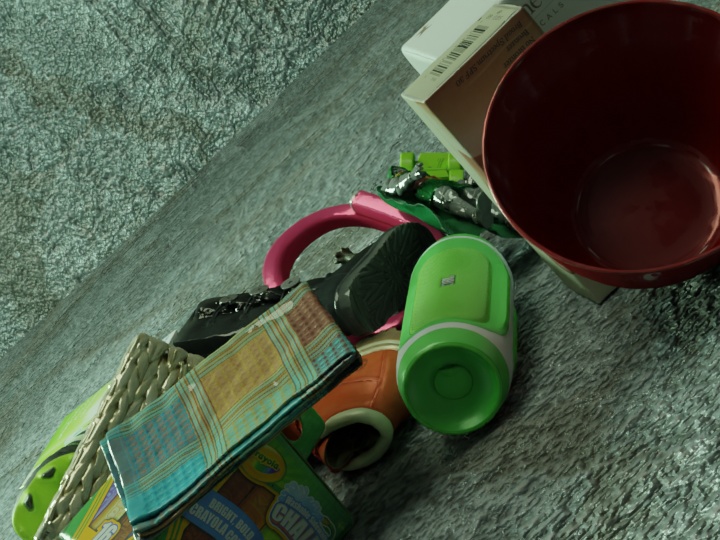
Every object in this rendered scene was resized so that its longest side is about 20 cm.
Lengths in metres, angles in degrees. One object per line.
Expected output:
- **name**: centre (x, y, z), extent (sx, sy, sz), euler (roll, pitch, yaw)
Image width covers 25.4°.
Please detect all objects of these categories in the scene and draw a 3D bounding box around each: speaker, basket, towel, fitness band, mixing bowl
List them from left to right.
- **basket**: centre (-0.178, 0.169, 1.329), extent (0.202, 0.122, 0.136), euler (-65, 6, -25)
- **towel**: centre (-0.097, 0.095, 1.140), extent (0.199, 0.022, 0.147), euler (-39, 28, -1)
- **fitness band**: centre (0.000, 0.000, 1.446), extent (0.199, 0.038, 0.144), euler (23, 63, 39)
- **speaker**: centre (0.074, 0.043, 1.201), extent (0.088, 0.089, 0.200), euler (-38, 15, 19)
- **mixing bowl**: centre (0.186, -0.064, 1.054), extent (0.200, 0.200, 0.109), euler (-46, -29, -10)

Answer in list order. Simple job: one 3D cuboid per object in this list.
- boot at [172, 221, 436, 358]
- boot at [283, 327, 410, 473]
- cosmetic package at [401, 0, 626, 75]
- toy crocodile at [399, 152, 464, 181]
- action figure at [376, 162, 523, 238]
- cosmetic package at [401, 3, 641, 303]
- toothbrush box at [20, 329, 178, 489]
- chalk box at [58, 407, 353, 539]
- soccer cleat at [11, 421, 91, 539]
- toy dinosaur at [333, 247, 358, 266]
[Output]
- **boot**: centre (-0.045, 0.026, 1.379), extent (0.198, 0.066, 0.164), euler (-18, 8, 36)
- **boot**: centre (-0.029, 0.123, 1.296), extent (0.199, 0.075, 0.108), euler (-29, 24, 43)
- **cosmetic package**: centre (0.166, -0.157, 1.285), extent (0.167, 0.200, 0.166), euler (-43, 14, 2)
- **toy crocodile**: centre (0.074, -0.082, 1.641), extent (0.066, 0.063, 0.200), euler (-1, 18, 3)
- **action figure**: centre (0.072, -0.064, 1.389), extent (0.199, 0.117, 0.055), euler (22, 104, 59)
- **cosmetic package**: centre (0.135, -0.086, 1.165), extent (0.103, 0.200, 0.087), euler (-44, 15, 0)
- **toothbrush box**: centre (-0.261, 0.180, 1.759), extent (0.199, 0.086, 0.146), euler (-35, 16, 27)
- **chalk box**: centre (-0.099, 0.173, 1.182), extent (0.200, 0.125, 0.123), euler (-49, 29, -15)
- **soccer cleat**: centre (-0.234, 0.169, 1.427), extent (0.200, 0.067, 0.081), euler (-48, 1, -25)
- **toy dinosaur**: centre (0.034, 0.000, 1.514), extent (0.199, 0.077, 0.103), euler (-32, 32, 3)
